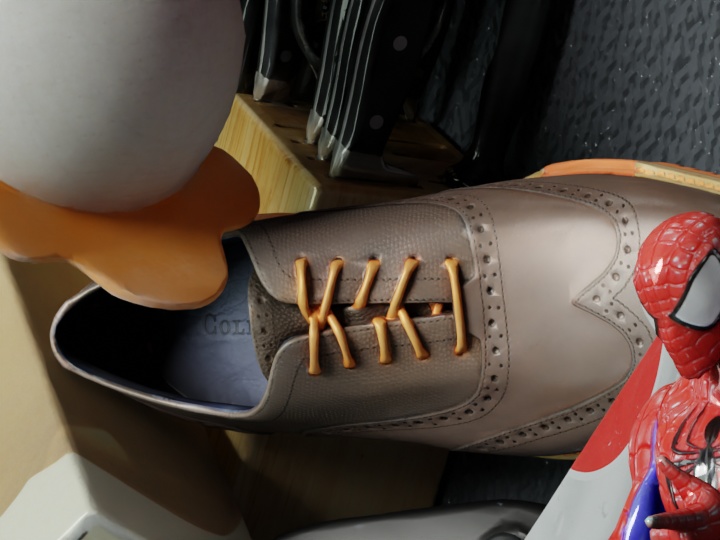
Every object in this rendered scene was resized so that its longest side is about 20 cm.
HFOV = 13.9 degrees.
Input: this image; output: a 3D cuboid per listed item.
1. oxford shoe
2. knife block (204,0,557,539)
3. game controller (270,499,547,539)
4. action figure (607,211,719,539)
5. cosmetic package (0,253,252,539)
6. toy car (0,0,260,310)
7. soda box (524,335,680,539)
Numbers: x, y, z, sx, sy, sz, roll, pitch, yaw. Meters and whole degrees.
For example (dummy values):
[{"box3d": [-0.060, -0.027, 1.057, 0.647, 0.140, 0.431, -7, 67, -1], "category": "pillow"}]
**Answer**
[{"box3d": [0.014, 0.015, 0.701, 0.200, 0.073, 0.072, -8, 90, 37], "category": "oxford shoe"}, {"box3d": [0.000, 0.000, 0.802, 0.176, 0.064, 0.201, -41, 49, 55], "category": "knife block"}, {"box3d": [0.017, 0.156, 0.710, 0.042, 0.104, 0.201, 59, -153, -69], "category": "game controller"}, {"box3d": [0.070, 0.092, 0.521, 0.065, 0.099, 0.201, -11, 97, 43], "category": "action figure"}, {"box3d": [-0.097, 0.060, 0.780, 0.105, 0.071, 0.200, -47, 32, 10], "category": "cosmetic package"}, {"box3d": [-0.072, -0.078, 0.701, 0.184, 0.177, 0.200, -36, 74, 40], "category": "toy car"}, {"box3d": [0.087, 0.054, 0.613, 0.200, 0.063, 0.068, -61, 34, 38], "category": "soda box"}]
